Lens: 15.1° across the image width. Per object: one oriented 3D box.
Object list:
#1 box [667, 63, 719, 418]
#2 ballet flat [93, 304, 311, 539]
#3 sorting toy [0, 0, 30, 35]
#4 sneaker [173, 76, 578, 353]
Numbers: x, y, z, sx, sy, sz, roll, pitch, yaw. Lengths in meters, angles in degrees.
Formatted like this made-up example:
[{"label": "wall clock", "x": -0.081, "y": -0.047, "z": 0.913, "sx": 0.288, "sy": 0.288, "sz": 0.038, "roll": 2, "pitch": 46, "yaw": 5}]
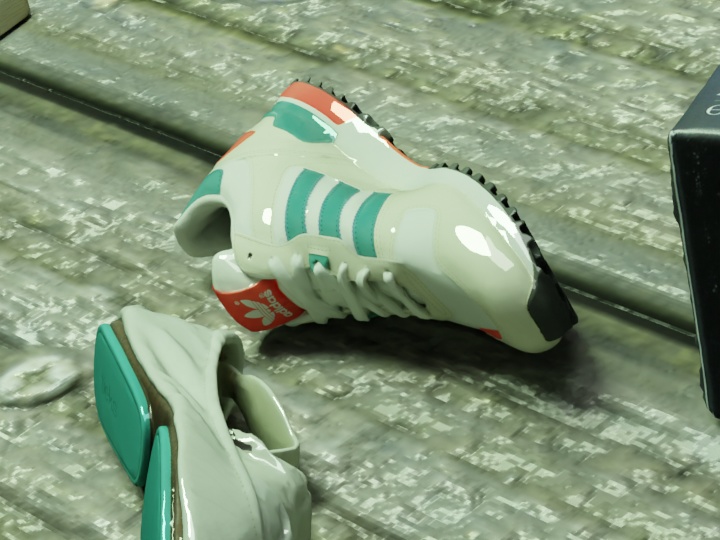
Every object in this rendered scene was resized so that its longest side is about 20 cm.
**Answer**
[{"label": "box", "x": 0.236, "y": -0.043, "z": 0.937, "sx": 0.199, "sy": 0.124, "sz": 0.198, "roll": 5, "pitch": 34, "yaw": 28}, {"label": "ballet flat", "x": -0.049, "y": 0.071, "z": 0.929, "sx": 0.069, "sy": 0.070, "sz": 0.200, "roll": -16, "pitch": 30, "yaw": -4}, {"label": "sorting toy", "x": -0.302, "y": -0.121, "z": 1.327, "sx": 0.198, "sy": 0.070, "sz": 0.200, "roll": 12, "pitch": 39, "yaw": 35}, {"label": "sneaker", "x": 0.000, "y": 0.000, "z": 1.030, "sx": 0.093, "sy": 0.070, "sz": 0.200, "roll": -41, "pitch": 39, "yaw": -10}]
